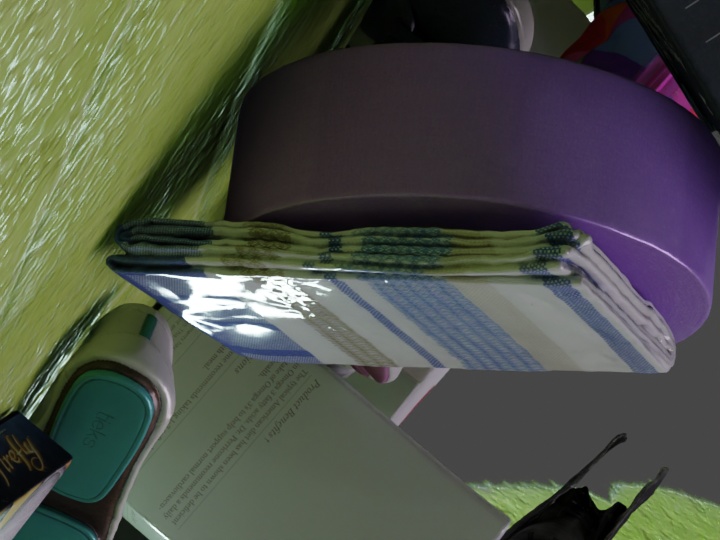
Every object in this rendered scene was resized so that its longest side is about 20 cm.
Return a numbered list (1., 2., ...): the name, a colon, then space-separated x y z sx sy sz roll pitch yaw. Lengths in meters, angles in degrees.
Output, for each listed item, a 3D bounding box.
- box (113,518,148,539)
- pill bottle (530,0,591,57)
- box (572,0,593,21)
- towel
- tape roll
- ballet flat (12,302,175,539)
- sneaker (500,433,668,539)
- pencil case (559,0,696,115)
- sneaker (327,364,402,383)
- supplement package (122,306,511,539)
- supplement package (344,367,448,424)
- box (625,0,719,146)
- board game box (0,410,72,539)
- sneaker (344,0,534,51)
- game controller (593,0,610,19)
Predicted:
1. box: -0.074 0.173 1.669 0.118 0.197 0.200 -51 176 3
2. pill bottle: 0.057 -0.067 1.495 0.116 0.116 0.200 -48 175 -20
3. box: 0.209 -0.198 1.570 0.176 0.096 0.200 -65 -168 -14
4. towel: 0.016 0.011 1.157 0.147 0.199 0.024 40 55 -61
5. tape roll: 0.045 -0.023 1.183 0.200 0.199 0.066 119 -21 -69
6. ballet flat: -0.132 0.088 1.304 0.200 0.069 0.069 -55 174 39
7. sneaker: 0.078 0.176 1.493 0.200 0.060 0.104 -55 172 19
8. pencil case: 0.135 -0.091 1.333 0.200 0.088 0.088 -46 175 -27
9. sneaker: 0.000 0.000 1.424 0.088 0.081 0.200 -44 -165 -12
10. supplement package: -0.041 0.110 1.447 0.117 0.200 0.117 -48 176 -11
11. supplement package: 0.000 0.021 1.644 0.121 0.120 0.200 -52 175 35
12. box: 0.172 -0.104 1.159 0.107 0.200 0.149 -33 -155 5
13. board game box: -0.198 0.137 1.170 0.136 0.035 0.200 -52 176 16
14. sneaker: 0.009 -0.066 1.286 0.085 0.075 0.200 -52 178 -36
15. game controller: 0.133 -0.146 1.456 0.104 0.042 0.201 133 -40 -67
